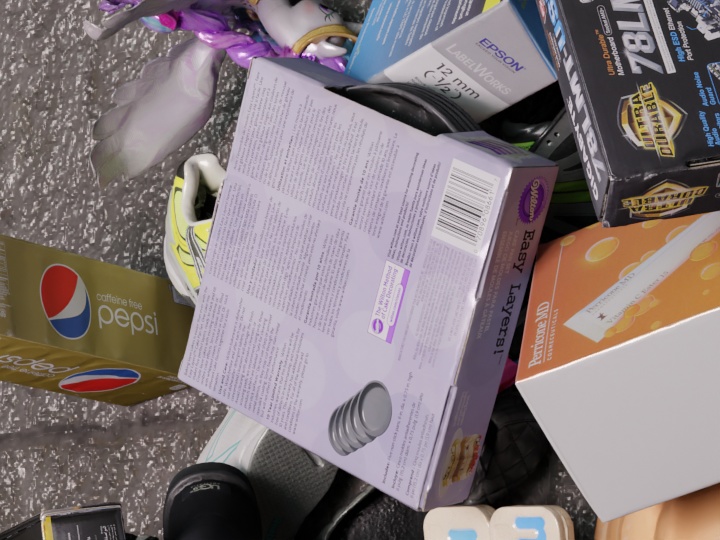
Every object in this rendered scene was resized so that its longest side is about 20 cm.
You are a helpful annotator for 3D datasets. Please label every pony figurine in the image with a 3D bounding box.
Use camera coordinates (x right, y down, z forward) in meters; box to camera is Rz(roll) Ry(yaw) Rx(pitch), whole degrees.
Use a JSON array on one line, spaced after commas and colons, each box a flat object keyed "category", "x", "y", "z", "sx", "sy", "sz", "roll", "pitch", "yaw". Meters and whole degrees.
[{"category": "pony figurine", "x": -0.101, "y": -0.164, "z": 1.531, "sx": 0.200, "sy": 0.192, "sz": 0.167, "roll": 54, "pitch": 154, "yaw": 23}]

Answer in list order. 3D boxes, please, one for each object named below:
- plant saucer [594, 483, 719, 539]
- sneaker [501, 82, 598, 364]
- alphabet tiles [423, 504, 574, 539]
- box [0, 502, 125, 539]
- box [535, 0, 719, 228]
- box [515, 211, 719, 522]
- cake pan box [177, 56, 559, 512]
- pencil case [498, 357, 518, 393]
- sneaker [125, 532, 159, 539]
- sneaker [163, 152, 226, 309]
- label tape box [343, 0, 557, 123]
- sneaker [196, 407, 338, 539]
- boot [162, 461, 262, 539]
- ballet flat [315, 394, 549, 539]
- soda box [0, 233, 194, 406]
[{"category": "plant saucer", "x": 0.207, "y": 0.141, "z": 1.303, "sx": 0.199, "sy": 0.032, "sz": 0.202, "roll": -10, "pitch": 72, "yaw": 30}, {"category": "sneaker", "x": 0.106, "y": -0.047, "z": 1.395, "sx": 0.071, "sy": 0.082, "sz": 0.201, "roll": -178, "pitch": 105, "yaw": -71}, {"category": "alphabet tiles", "x": 0.082, "y": 0.224, "z": 1.370, "sx": 0.195, "sy": 0.015, "sz": 0.202, "roll": -7, "pitch": 90, "yaw": 45}, {"category": "box", "x": -0.157, "y": 0.234, "z": 1.354, "sx": 0.160, "sy": 0.049, "sz": 0.202, "roll": 150, "pitch": 113, "yaw": -64}, {"category": "box", "x": 0.187, "y": -0.128, "z": 1.231, "sx": 0.197, "sy": 0.050, "sz": 0.201, "roll": -10, "pitch": 60, "yaw": -7}, {"category": "box", "x": 0.189, "y": 0.023, "z": 1.273, "sx": 0.199, "sy": 0.098, "sz": 0.125, "roll": -22, "pitch": 27, "yaw": 23}, {"category": "cake pan box", "x": 0.000, "y": 0.000, "z": 1.365, "sx": 0.183, "sy": 0.052, "sz": 0.201, "roll": 23, "pitch": 107, "yaw": 33}, {"category": "pencil case", "x": 0.024, "y": -0.011, "z": 1.458, "sx": 0.088, "sy": 0.088, "sz": 0.201, "roll": -32, "pitch": 62, "yaw": 26}, {"category": "sneaker", "x": -0.165, "y": 0.190, "z": 1.479, "sx": 0.089, "sy": 0.200, "sz": 0.071, "roll": 7, "pitch": 76, "yaw": -6}, {"category": "sneaker", "x": -0.064, "y": 0.007, "z": 1.490, "sx": 0.200, "sy": 0.075, "sz": 0.077, "roll": 44, "pitch": 150, "yaw": 43}, {"category": "label tape box", "x": 0.083, "y": -0.159, "z": 1.388, "sx": 0.200, "sy": 0.066, "sz": 0.144, "roll": -24, "pitch": 37, "yaw": 49}, {"category": "sneaker", "x": -0.074, "y": 0.154, "z": 1.511, "sx": 0.201, "sy": 0.070, "sz": 0.080, "roll": -64, "pitch": 31, "yaw": 11}, {"category": "boot", "x": -0.076, "y": 0.219, "z": 1.393, "sx": 0.076, "sy": 0.168, "sz": 0.202, "roll": -6, "pitch": 106, "yaw": 1}, {"category": "ballet flat", "x": 0.023, "y": 0.134, "z": 1.441, "sx": 0.200, "sy": 0.057, "sz": 0.067, "roll": -43, "pitch": 59, "yaw": 22}, {"category": "soda box", "x": -0.179, "y": 0.031, "z": 1.521, "sx": 0.067, "sy": 0.200, "sz": 0.065, "roll": -18, "pitch": 69, "yaw": 31}]
